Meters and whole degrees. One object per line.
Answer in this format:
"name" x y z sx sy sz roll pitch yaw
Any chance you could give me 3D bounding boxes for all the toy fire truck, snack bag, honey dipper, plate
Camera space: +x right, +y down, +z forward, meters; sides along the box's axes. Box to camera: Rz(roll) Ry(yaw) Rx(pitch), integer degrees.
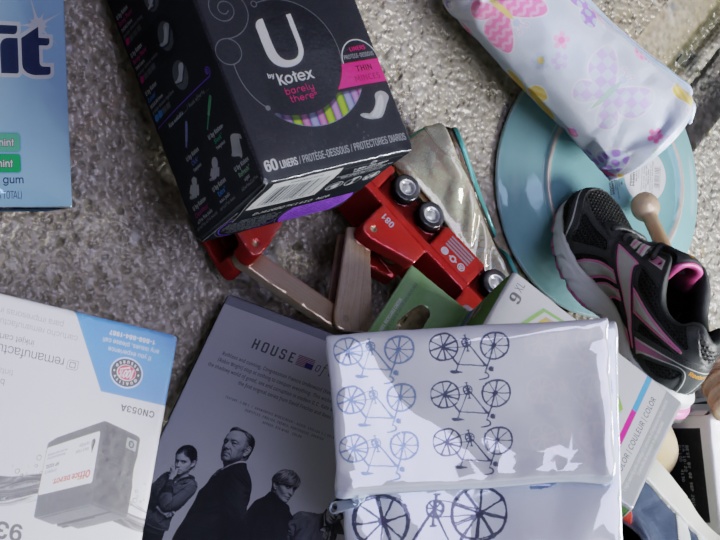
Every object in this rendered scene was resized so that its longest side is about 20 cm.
"toy fire truck" 0.000 0.000 1.548 0.200 0.049 0.141 47 55 -2
"snack bag" 0.074 0.134 1.423 0.187 0.021 0.202 -2 92 -6
"honey dipper" 0.240 0.021 1.656 0.038 0.038 0.201 11 44 -33
"plate" 0.187 -0.065 1.720 0.199 0.026 0.202 3 85 -33

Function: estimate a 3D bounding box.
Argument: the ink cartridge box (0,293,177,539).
"ink cartridge box" -0.208 0.125 1.408 0.144 0.083 0.202 15 79 -32

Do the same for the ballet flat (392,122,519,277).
"ballet flat" 0.077 -0.008 1.632 0.062 0.067 0.201 -25 99 -2

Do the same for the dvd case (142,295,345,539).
"dvd case" -0.060 0.129 1.484 0.149 0.025 0.201 20 67 11

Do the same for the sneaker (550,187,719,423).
"sneaker" 0.208 0.010 1.616 0.080 0.086 0.201 10 41 -38

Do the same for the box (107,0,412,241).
"box" -0.070 -0.138 1.473 0.122 0.106 0.201 -15 78 -34

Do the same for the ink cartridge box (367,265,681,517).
"ink cartridge box" 0.104 0.074 1.490 0.200 0.059 0.104 38 47 -4

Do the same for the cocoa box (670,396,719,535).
"cocoa box" 0.276 0.196 1.698 0.130 0.133 0.202 -6 90 -33

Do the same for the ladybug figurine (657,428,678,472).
"ladybug figurine" 0.132 0.110 1.619 0.199 0.136 0.072 12 50 -25

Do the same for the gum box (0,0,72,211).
"gum box" -0.266 -0.137 1.409 0.169 0.044 0.202 -2 89 -34

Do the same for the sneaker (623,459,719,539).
"sneaker" 0.219 0.216 1.562 0.200 0.075 0.085 43 66 2

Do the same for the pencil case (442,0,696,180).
"pencil case" 0.152 -0.160 1.647 0.091 0.083 0.200 -45 102 -5
